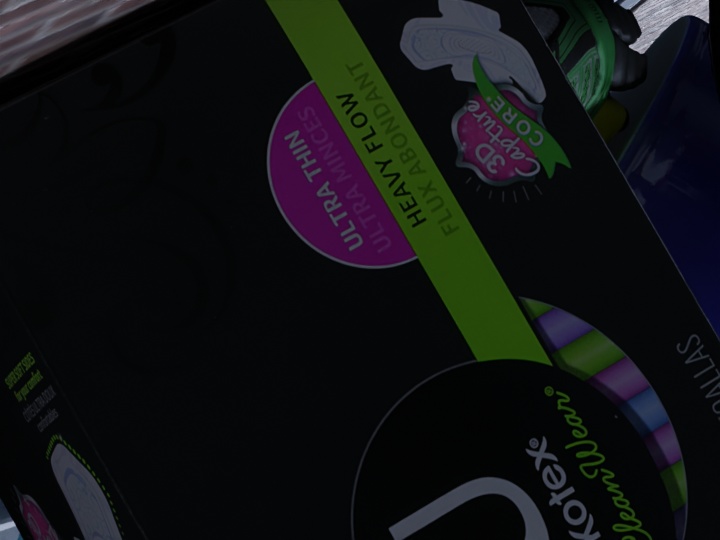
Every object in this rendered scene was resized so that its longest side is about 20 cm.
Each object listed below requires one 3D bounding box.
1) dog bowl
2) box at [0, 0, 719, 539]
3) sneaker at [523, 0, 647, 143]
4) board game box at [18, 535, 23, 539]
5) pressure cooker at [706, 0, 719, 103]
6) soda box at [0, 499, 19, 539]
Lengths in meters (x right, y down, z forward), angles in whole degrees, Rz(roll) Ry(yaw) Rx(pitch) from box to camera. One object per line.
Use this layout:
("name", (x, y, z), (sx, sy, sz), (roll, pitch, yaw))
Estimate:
("dog bowl", (0.084, 0.019, 0.918), (0.200, 0.079, 0.200), (-56, -177, 4))
("box", (-0.004, 0.038, 0.686), (0.148, 0.200, 0.124), (-29, 177, -20))
("sneaker", (-0.009, -0.024, 0.861), (0.200, 0.078, 0.085), (-43, 163, 27))
("board game box", (-0.036, 0.086, 0.869), (0.047, 0.151, 0.200), (-51, 163, -30))
("pressure cooker", (0.212, -0.089, 0.816), (0.200, 0.176, 0.179), (-29, 147, -48))
("soda box", (-0.171, 0.128, 0.921), (0.068, 0.064, 0.200), (-14, 143, -34))
